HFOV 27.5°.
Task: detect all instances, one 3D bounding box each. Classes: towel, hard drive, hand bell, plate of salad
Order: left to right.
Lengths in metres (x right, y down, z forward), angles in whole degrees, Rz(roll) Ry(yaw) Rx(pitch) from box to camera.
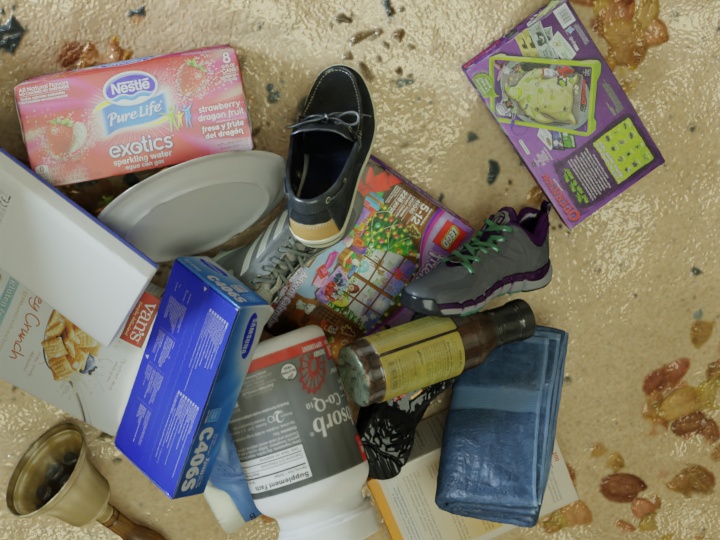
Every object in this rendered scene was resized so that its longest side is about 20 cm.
[{"bbox_3d":[-0.281,-0.026,1.298,0.199,0.025,0.132,37,141,-3],"label":"hard drive"},{"bbox_3d":[-0.248,0.252,1.476,0.104,0.104,0.200,-41,123,5],"label":"hand bell"},{"bbox_3d":[-0.157,-0.063,1.342,0.199,0.200,0.048,-23,71,-2],"label":"plate of salad"},{"bbox_3d":[0.139,0.146,1.449,0.111,0.201,0.049,4,153,15],"label":"towel"}]

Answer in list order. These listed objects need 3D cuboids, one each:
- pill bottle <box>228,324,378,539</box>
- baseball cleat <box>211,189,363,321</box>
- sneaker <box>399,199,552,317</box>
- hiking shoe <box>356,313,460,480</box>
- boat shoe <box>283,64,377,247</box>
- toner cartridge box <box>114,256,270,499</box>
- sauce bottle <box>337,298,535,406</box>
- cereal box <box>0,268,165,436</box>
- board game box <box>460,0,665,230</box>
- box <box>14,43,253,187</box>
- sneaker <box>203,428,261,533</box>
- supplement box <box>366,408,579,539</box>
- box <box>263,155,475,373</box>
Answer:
[{"bbox_3d":[-0.058,0.162,1.381,0.115,0.116,0.202,-19,88,-4],"label":"pill bottle"},{"bbox_3d":[-0.074,-0.001,1.369,0.199,0.107,0.070,-34,130,26],"label":"baseball cleat"},{"bbox_3d":[0.112,-0.016,1.417,0.199,0.074,0.088,-17,118,-45],"label":"sneaker"},{"bbox_3d":[0.042,0.112,1.476,0.076,0.101,0.201,35,78,-12],"label":"hiking shoe"},{"bbox_3d":[-0.029,-0.116,1.329,0.074,0.201,0.062,1,144,14],"label":"boat shoe"},{"bbox_3d":[-0.155,0.097,1.341,0.043,0.095,0.201,-4,121,-50],"label":"toner cartridge box"},{"bbox_3d":[0.077,0.073,1.400,0.199,0.065,0.065,-15,113,-25],"label":"sauce bottle"},{"bbox_3d":[-0.286,0.047,1.382,0.199,0.040,0.145,26,102,0],"label":"cereal box"},{"bbox_3d":[0.200,-0.153,1.441,0.120,0.032,0.201,-36,112,-1],"label":"board game box"},{"bbox_3d":[-0.202,-0.141,1.322,0.198,0.100,0.096,-11,102,-7],"label":"box"},{"bbox_3d":[-0.135,0.152,1.460,0.111,0.077,0.201,-32,104,-7],"label":"sneaker"},{"bbox_3d":[0.110,0.212,1.527,0.199,0.074,0.127,-23,112,-2],"label":"supplement box"},{"bbox_3d":[0.000,0.000,1.449,0.136,0.039,0.201,32,101,-20],"label":"box"}]
